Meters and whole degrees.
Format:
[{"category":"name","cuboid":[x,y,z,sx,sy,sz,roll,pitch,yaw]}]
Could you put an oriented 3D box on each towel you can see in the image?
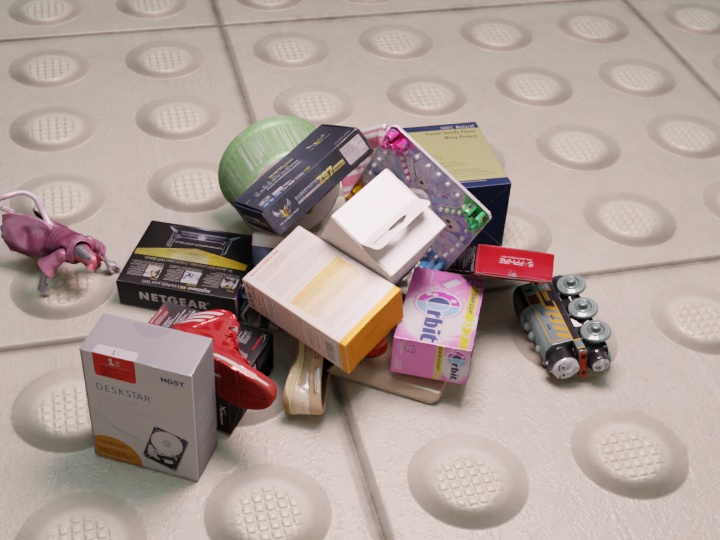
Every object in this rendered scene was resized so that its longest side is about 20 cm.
[{"category":"towel","cuboid":[0.015,-0.135,1.823,0.030,0.201,0.146,-13,4,-36]}]

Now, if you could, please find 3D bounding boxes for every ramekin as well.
[{"category":"ramekin","cuboid":[-0.131,-0.151,1.860,0.199,0.200,0.098,-13,44,-19]}]

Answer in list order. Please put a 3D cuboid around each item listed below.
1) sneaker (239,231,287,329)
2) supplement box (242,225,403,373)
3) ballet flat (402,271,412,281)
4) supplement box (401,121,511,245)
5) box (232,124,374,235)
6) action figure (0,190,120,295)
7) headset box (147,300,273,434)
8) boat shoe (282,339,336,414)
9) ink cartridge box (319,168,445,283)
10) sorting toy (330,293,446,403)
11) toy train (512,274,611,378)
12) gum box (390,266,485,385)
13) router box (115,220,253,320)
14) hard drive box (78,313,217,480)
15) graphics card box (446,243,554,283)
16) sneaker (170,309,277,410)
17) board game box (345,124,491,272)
[{"category":"sneaker","cuboid":[-0.135,0.018,1.744,0.077,0.147,0.202,5,-1,12]},{"category":"supplement box","cuboid":[-0.054,0.040,1.584,0.200,0.074,0.126,33,62,27]},{"category":"ballet flat","cuboid":[0.000,0.000,1.766,0.199,0.070,0.069,-7,38,-33]},{"category":"supplement box","cuboid":[0.132,-0.144,1.921,0.199,0.135,0.200,-6,40,-12]},{"category":"box","cuboid":[-0.091,-0.144,1.700,0.200,0.051,0.158,-42,21,-11]},{"category":"action figure","cuboid":[-0.472,-0.049,1.761,0.200,0.149,0.134,17,33,37]},{"category":"headset box","cuboid":[-0.245,0.134,1.596,0.199,0.077,0.149,14,40,14]},{"category":"boat shoe","cuboid":[-0.057,0.125,1.610,0.064,0.071,0.201,3,55,17]},{"category":"ink cartridge box","cuboid":[0.023,-0.044,1.641,0.125,0.200,0.129,44,63,6]},{"category":"sorting toy","cuboid":[0.062,0.104,1.689,0.185,0.037,0.200,15,41,14]},{"category":"toy train","cuboid":[0.311,0.086,1.701,0.114,0.085,0.200,-15,43,-3]},{"category":"gum box","cuboid":[0.119,0.076,1.652,0.113,0.066,0.200,9,35,7]},{"category":"router box","cuboid":[-0.269,-0.001,1.772,0.199,0.052,0.157,9,42,10]},{"category":"hard drive box","cuboid":[-0.275,0.168,1.455,0.155,0.201,0.077,12,39,11]},{"category":"graphics card box","cuboid":[0.210,-0.012,1.734,0.125,0.051,0.200,7,-1,-12]},{"category":"sneaker","cuboid":[-0.177,0.108,1.516,0.200,0.079,0.116,25,46,21]},{"category":"board game box","cuboid":[0.081,-0.096,1.681,0.200,0.200,0.026,44,56,5]}]
